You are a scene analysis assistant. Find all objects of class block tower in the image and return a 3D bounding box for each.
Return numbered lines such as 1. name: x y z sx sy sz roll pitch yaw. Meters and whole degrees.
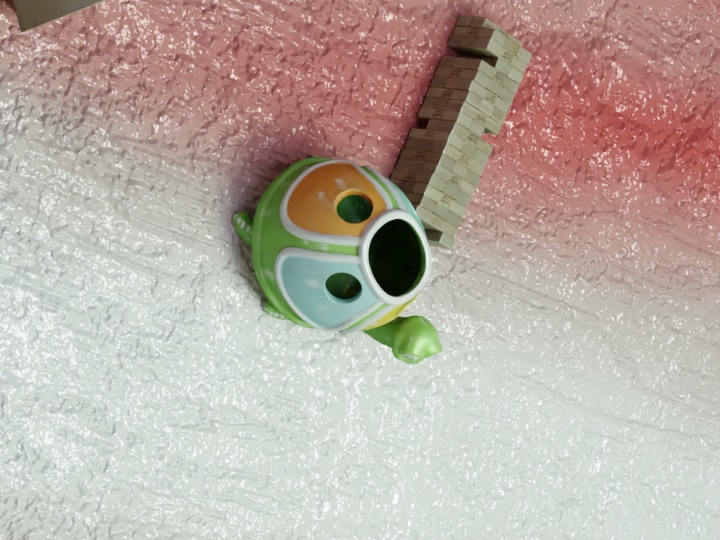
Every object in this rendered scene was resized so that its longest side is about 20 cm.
1. block tower: 0.082 -0.122 2.011 0.058 0.054 0.200 29 79 -39

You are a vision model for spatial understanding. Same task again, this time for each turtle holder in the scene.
1. turtle holder: -0.009 -0.001 1.904 0.141 0.132 0.186 -18 109 -38

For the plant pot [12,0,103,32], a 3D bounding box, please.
1. plant pot: -0.198 -0.301 1.675 0.187 0.187 0.200 -28 101 -34
